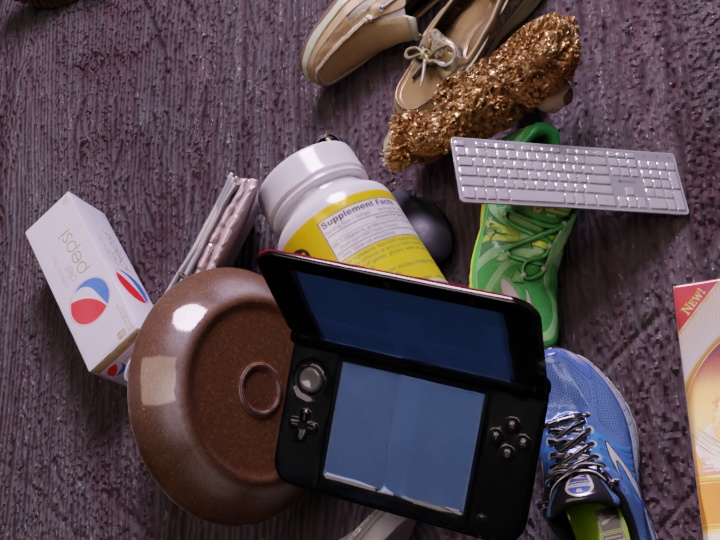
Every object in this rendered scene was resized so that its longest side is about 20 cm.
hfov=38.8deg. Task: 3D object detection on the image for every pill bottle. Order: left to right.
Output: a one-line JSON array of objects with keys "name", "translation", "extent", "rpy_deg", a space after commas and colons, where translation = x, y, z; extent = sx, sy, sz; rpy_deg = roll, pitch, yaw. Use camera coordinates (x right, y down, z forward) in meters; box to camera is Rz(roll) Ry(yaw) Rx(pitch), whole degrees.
[{"name": "pill bottle", "translation": [0.000, 0.000, 0.846], "extent": [0.114, 0.114, 0.202], "rpy_deg": [-35, 68, 10]}]

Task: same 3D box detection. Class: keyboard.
[{"name": "keyboard", "translation": [0.164, -0.072, 0.794], "extent": [0.196, 0.011, 0.057], "rpy_deg": [2, 58, -17]}]

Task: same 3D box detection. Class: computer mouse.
[{"name": "computer mouse", "translation": [0.014, -0.070, 0.935], "extent": [0.059, 0.034, 0.200], "rpy_deg": [-49, 56, 3]}]

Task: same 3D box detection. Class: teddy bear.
[{"name": "teddy bear", "translation": [0.104, -0.134, 0.857], "extent": [0.198, 0.145, 0.068], "rpy_deg": [-27, 80, 19]}]

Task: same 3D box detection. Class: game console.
[{"name": "game console", "translation": [0.021, 0.089, 0.699], "extent": [0.196, 0.118, 0.176], "rpy_deg": [11, 92, 21]}]

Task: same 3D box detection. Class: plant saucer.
[{"name": "plant saucer", "translation": [-0.087, 0.095, 0.799], "extent": [0.036, 0.198, 0.204], "rpy_deg": [-15, 61, 47]}]

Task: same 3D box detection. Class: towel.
[{"name": "towel", "translation": [-0.146, 0.017, 0.908], "extent": [0.032, 0.191, 0.203], "rpy_deg": [27, 82, -2]}]

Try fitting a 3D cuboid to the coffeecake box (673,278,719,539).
[{"name": "coffeecake box", "translation": [0.297, 0.102, 0.667], "extent": [0.151, 0.073, 0.204], "rpy_deg": [-11, 64, 25]}]

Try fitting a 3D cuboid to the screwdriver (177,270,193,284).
[{"name": "screwdriver", "translation": [-0.085, 0.068, 0.847], "extent": [0.028, 0.201, 0.029], "rpy_deg": [-32, 23, 15]}]

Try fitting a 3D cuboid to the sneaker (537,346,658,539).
[{"name": "sneaker", "translation": [0.165, 0.145, 0.728], "extent": [0.077, 0.089, 0.203], "rpy_deg": [-24, 64, 16]}]

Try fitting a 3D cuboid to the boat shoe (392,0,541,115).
[{"name": "boat shoe", "translation": [0.092, -0.220, 0.937], "extent": [0.073, 0.063, 0.201], "rpy_deg": [37, 90, 33]}]

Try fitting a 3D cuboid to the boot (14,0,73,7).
[{"name": "boot", "translation": [-0.356, -0.393, 1.248], "extent": [0.196, 0.075, 0.109], "rpy_deg": [-12, 61, 14]}]

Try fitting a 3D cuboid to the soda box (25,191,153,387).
[{"name": "soda box", "translation": [-0.265, 0.017, 1.031], "extent": [0.068, 0.064, 0.201], "rpy_deg": [-40, 57, 8]}]

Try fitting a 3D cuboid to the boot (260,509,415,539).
[{"name": "boot", "translation": [-0.049, 0.244, 0.815], "extent": [0.095, 0.073, 0.201], "rpy_deg": [41, 93, 27]}]

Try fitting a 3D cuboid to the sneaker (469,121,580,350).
[{"name": "sneaker", "translation": [0.132, -0.029, 0.817], "extent": [0.073, 0.084, 0.204], "rpy_deg": [7, 68, -16]}]

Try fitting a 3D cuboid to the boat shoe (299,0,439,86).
[{"name": "boat shoe", "translation": [0.028, -0.246, 0.982], "extent": [0.200, 0.072, 0.076], "rpy_deg": [-46, 68, 4]}]
